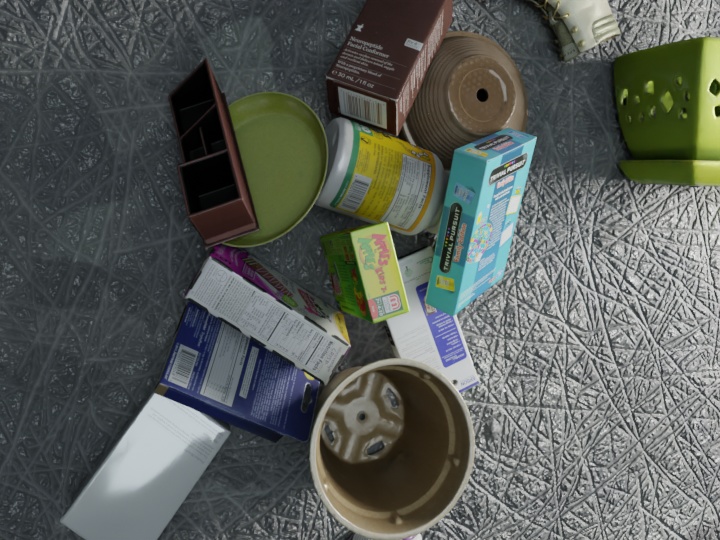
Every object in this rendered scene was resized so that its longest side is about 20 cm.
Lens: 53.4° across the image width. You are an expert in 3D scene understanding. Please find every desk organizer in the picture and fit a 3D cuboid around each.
[{"bbox_3d":[-0.182,-0.141,0.850,0.070,0.077,0.205,-17,68,-2],"label":"desk organizer"}]

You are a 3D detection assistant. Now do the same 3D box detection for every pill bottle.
[{"bbox_3d":[0.040,-0.112,0.926,0.195,0.112,0.116,16,87,-21],"label":"pill bottle"}]

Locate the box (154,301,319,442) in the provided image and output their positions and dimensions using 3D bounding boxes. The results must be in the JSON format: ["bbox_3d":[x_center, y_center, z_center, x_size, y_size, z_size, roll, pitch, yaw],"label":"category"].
[{"bbox_3d":[-0.146,0.133,0.895,0.196,0.032,0.123,26,47,-17],"label":"box"}]

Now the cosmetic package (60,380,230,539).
[{"bbox_3d":[-0.260,0.244,0.884,0.112,0.081,0.202,39,84,-11],"label":"cosmetic package"}]

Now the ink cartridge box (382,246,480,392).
[{"bbox_3d":[0.085,0.079,0.985,0.097,0.039,0.205,-21,94,-12],"label":"ink cartridge box"}]

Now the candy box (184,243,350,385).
[{"bbox_3d":[-0.110,0.044,0.883,0.198,0.137,0.062,34,98,-12],"label":"candy box"}]

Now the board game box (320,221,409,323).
[{"bbox_3d":[0.000,0.000,0.879,0.046,0.200,0.104,-16,95,-12],"label":"board game box"}]

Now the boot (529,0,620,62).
[{"bbox_3d":[0.266,-0.369,1.004,0.196,0.072,0.159,-22,98,-13],"label":"boot"}]

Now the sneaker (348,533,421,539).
[{"bbox_3d":[-0.001,0.414,0.963,0.196,0.075,0.101,-28,111,-7],"label":"sneaker"}]

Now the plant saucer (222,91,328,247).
[{"bbox_3d":[-0.125,-0.123,0.891,0.194,0.031,0.206,-6,72,19],"label":"plant saucer"}]

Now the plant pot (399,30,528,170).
[{"bbox_3d":[0.149,-0.227,0.967,0.195,0.093,0.208,0,91,-14],"label":"plant pot"}]

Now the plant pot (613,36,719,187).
[{"bbox_3d":[0.482,-0.211,0.999,0.194,0.199,0.187,-1,98,-13],"label":"plant pot"}]

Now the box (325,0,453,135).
[{"bbox_3d":[0.041,-0.283,0.907,0.098,0.075,0.204,19,66,12],"label":"box"}]

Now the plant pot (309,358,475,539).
[{"bbox_3d":[0.019,0.202,0.896,0.194,0.183,0.207,0,91,-13],"label":"plant pot"}]

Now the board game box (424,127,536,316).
[{"bbox_3d":[0.153,-0.064,0.910,0.150,0.046,0.205,-29,134,-50],"label":"board game box"}]
